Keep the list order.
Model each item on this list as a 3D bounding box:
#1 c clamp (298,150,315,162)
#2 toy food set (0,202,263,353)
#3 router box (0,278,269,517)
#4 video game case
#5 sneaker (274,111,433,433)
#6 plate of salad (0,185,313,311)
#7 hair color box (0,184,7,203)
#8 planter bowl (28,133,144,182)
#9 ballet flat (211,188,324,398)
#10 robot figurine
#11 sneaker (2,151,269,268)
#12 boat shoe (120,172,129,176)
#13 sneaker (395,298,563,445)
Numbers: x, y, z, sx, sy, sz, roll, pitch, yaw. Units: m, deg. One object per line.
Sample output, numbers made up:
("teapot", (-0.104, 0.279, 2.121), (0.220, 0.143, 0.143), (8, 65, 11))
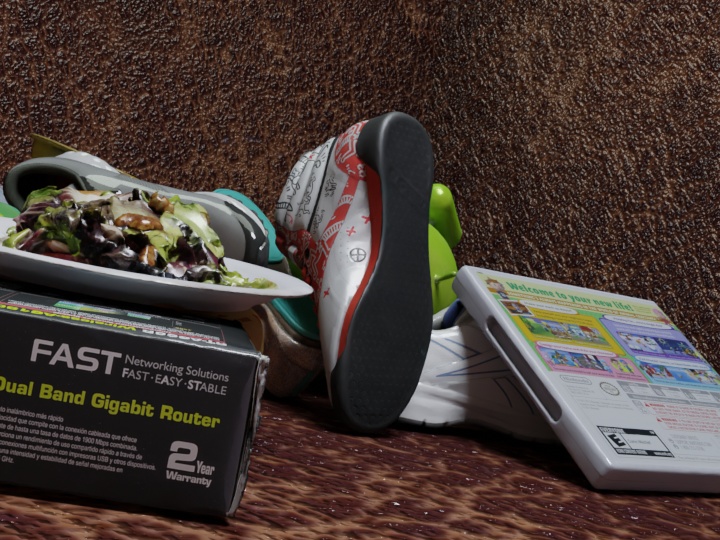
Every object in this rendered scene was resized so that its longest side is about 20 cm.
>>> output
("c clamp", (-0.017, -0.039, 0.986), (0.169, 0.027, 0.201), (28, -31, 12))
("toy food set", (-0.162, 0.016, 0.628), (0.195, 0.049, 0.200), (4, 23, -24))
("router box", (-0.142, 0.040, 0.456), (0.197, 0.063, 0.150), (10, 0, -9))
("video game case", (0.175, 0.073, 0.731), (0.198, 0.022, 0.183), (10, 33, -36))
("sneaker", (-0.010, 0.005, 0.721), (0.067, 0.204, 0.107), (17, -19, -36))
("plate of salad", (-0.118, -0.018, 0.550), (0.197, 0.049, 0.200), (12, 3, -1))
("hair color box", (-0.319, -0.024, 0.891), (0.060, 0.099, 0.200), (40, -5, -10))
("planter bowl", (-0.223, -0.042, 1.013), (0.198, 0.084, 0.200), (24, -4, 2))
("ballet flat", (-0.081, 0.017, 0.798), (0.067, 0.068, 0.201), (12, 28, -32))
("robot figurine", (0.000, 0.000, 0.858), (0.116, 0.175, 0.200), (52, -8, -26))
("sneaker", (-0.153, -0.028, 0.751), (0.198, 0.075, 0.079), (17, 8, 19))
("boat shoe", (-0.125, 0.000, 0.866), (0.199, 0.073, 0.072), (40, -27, -23))
("sneaker", (0.091, 0.068, 0.759), (0.197, 0.088, 0.074), (11, -1, -24))
